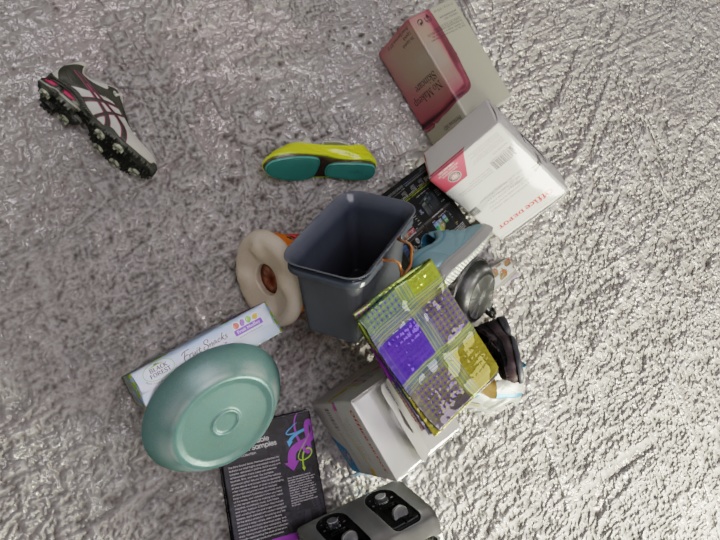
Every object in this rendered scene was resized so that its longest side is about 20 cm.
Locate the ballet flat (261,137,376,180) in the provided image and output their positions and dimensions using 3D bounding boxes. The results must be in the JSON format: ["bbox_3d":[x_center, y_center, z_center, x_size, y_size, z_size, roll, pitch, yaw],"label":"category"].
[{"bbox_3d":[-0.069,-0.184,1.107,0.199,0.067,0.067,-2,59,-25],"label":"ballet flat"}]

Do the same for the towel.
[{"bbox_3d":[0.093,0.102,0.904,0.143,0.023,0.200,-36,102,-19],"label":"towel"}]

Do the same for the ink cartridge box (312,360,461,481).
[{"bbox_3d":[0.039,0.211,0.989,0.125,0.200,0.129,-32,93,-24],"label":"ink cartridge box"}]

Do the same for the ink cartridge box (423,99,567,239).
[{"bbox_3d":[0.226,-0.163,1.138,0.200,0.146,0.085,35,30,-31],"label":"ink cartridge box"}]

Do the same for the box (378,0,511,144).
[{"bbox_3d":[0.144,-0.340,1.183,0.109,0.128,0.200,-32,92,-24],"label":"box"}]

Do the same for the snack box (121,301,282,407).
[{"bbox_3d":[-0.220,0.115,0.934,0.200,0.142,0.053,-29,91,-24],"label":"snack box"}]

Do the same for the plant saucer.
[{"bbox_3d":[-0.183,0.190,0.888,0.200,0.036,0.201,-22,129,-29],"label":"plant saucer"}]

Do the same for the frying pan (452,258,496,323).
[{"bbox_3d":[0.191,0.061,1.110,0.115,0.031,0.190,-50,141,-24],"label":"frying pan"}]

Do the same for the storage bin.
[{"bbox_3d":[0.000,0.000,0.957,0.145,0.135,0.200,14,41,21],"label":"storage bin"}]

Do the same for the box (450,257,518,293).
[{"bbox_3d":[0.186,0.039,1.173,0.200,0.041,0.039,-29,91,-25],"label":"box"}]

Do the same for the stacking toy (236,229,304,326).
[{"bbox_3d":[-0.077,-0.011,1.046,0.200,0.146,0.146,-22,88,-42],"label":"stacking toy"}]

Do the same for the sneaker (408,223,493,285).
[{"bbox_3d":[0.142,-0.043,1.062,0.082,0.074,0.200,38,35,13],"label":"sneaker"}]

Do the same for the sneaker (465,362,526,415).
[{"bbox_3d":[0.180,0.199,1.119,0.199,0.077,0.081,-6,106,-13],"label":"sneaker"}]

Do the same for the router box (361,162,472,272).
[{"bbox_3d":[0.083,-0.067,1.114,0.150,0.062,0.200,53,50,-4],"label":"router box"}]

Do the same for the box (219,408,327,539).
[{"bbox_3d":[-0.127,0.315,0.992,0.143,0.036,0.201,-7,84,-24],"label":"box"}]

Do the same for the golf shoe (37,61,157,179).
[{"bbox_3d":[-0.363,-0.219,0.981,0.200,0.077,0.088,42,60,-10],"label":"golf shoe"}]

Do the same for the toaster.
[{"bbox_3d":[0.022,0.431,0.965,0.180,0.119,0.201,-16,102,-27],"label":"toaster"}]

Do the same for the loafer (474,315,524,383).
[{"bbox_3d":[0.219,0.131,1.095,0.063,0.200,0.072,-10,105,7],"label":"loafer"}]

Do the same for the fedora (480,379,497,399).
[{"bbox_3d":[0.120,0.131,1.034,0.082,0.201,0.201,-43,99,11],"label":"fedora"}]
